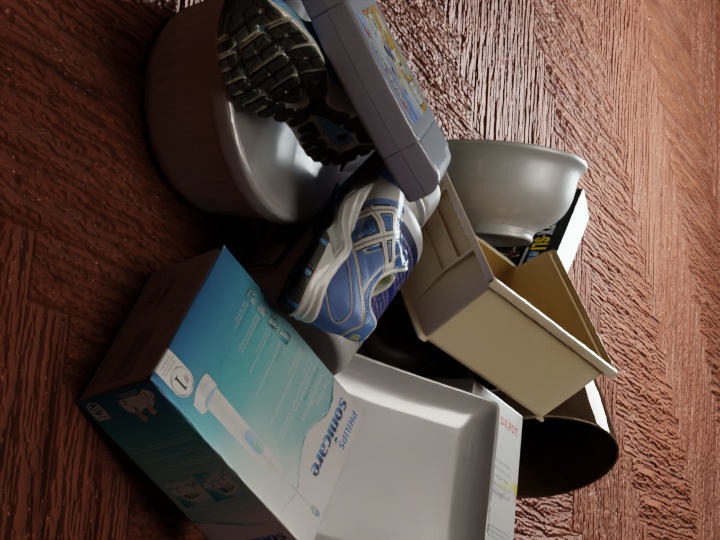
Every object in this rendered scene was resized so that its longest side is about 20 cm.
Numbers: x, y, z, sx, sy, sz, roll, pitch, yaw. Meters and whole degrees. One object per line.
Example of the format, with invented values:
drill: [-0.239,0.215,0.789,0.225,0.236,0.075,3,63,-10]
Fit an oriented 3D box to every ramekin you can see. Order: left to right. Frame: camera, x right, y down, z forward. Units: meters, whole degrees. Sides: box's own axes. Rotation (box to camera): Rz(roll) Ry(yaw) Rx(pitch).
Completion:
ramekin: [-0.097,-0.137,1.228,0.202,0.094,0.203,-2,90,-64]

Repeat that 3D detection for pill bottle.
pill bottle: [-0.015,-0.016,1.308,0.200,0.119,0.120,-54,137,-30]

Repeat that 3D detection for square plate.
square plate: [0.029,0.184,1.325,0.199,0.028,0.199,20,61,-22]

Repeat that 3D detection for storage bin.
storage bin: [0.126,0.016,1.436,0.200,0.094,0.199,34,25,-38]

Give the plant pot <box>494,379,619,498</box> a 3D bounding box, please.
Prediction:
plant pot: [0.198,0.135,1.749,0.187,0.186,0.200,54,26,-48]

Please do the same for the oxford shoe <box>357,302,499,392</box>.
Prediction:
oxford shoe: [0.073,0.074,1.461,0.200,0.084,0.073,20,73,-38]

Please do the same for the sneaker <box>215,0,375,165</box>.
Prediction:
sneaker: [-0.054,-0.162,1.156,0.200,0.078,0.090,47,27,-54]

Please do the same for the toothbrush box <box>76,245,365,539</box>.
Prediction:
toothbrush box: [-0.101,0.107,1.152,0.200,0.085,0.147,50,41,-26]

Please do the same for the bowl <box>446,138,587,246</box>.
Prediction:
bowl: [0.141,-0.077,1.596,0.201,0.200,0.091,16,77,-63]

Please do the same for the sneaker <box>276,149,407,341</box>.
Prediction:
sneaker: [0.003,-0.025,1.211,0.077,0.076,0.200,33,57,-9]

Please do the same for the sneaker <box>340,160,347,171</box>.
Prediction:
sneaker: [-0.023,-0.140,1.414,0.082,0.074,0.201,12,75,-55]

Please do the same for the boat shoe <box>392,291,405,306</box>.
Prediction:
boat shoe: [0.057,0.037,1.552,0.068,0.073,0.200,35,55,-60]

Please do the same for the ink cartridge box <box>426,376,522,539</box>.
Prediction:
ink cartridge box: [0.065,0.221,1.470,0.147,0.144,0.201,41,52,-57]

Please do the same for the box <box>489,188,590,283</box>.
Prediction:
box: [0.157,-0.018,1.666,0.200,0.159,0.049,-61,142,-49]

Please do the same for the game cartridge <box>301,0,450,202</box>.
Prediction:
game cartridge: [0.012,-0.154,1.160,0.200,0.041,0.133,62,10,-9]
